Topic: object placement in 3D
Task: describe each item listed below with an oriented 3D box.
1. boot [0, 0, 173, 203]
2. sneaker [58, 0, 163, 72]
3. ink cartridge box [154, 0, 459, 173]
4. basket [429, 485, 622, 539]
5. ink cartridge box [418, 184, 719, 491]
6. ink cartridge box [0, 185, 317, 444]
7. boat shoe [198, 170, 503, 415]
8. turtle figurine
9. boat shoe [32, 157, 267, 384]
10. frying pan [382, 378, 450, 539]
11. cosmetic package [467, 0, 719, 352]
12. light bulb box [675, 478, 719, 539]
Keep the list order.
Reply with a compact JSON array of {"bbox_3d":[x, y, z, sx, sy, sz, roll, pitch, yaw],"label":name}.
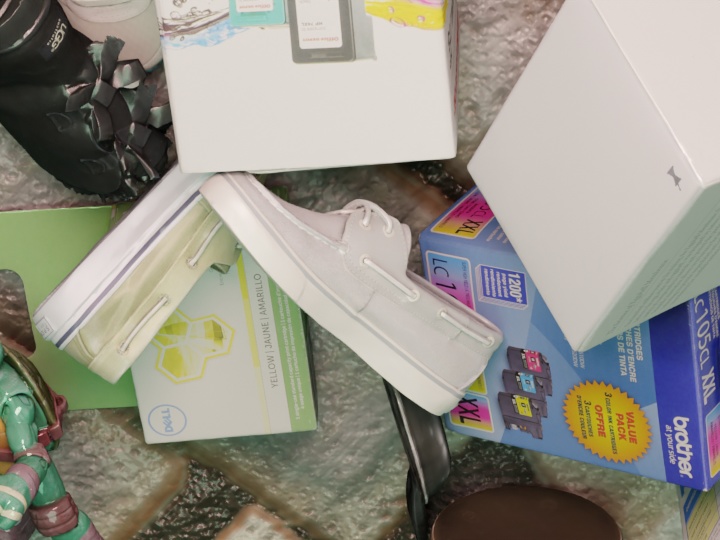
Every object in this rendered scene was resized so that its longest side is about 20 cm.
[{"bbox_3d":[-0.199,-0.115,1.573,0.198,0.073,0.162,18,160,36],"label":"boot"},{"bbox_3d":[-0.145,-0.182,1.536,0.076,0.081,0.200,-11,125,8],"label":"sneaker"},{"bbox_3d":[-0.028,-0.171,1.499,0.146,0.147,0.200,-3,122,5],"label":"ink cartridge box"},{"bbox_3d":[0.094,0.242,1.754,0.180,0.136,0.200,-8,118,-14],"label":"basket"},{"bbox_3d":[0.141,0.036,1.610,0.200,0.076,0.136,10,126,30],"label":"ink cartridge box"},{"bbox_3d":[-0.131,0.030,1.685,0.200,0.048,0.146,-6,121,3],"label":"ink cartridge box"},{"bbox_3d":[0.000,0.000,1.547,0.069,0.072,0.200,-47,116,3],"label":"boat shoe"},{"bbox_3d":[-0.213,0.098,1.678,0.101,0.150,0.200,-35,132,-15],"label":"turtle figurine"},{"bbox_3d":[-0.091,-0.024,1.600,0.062,0.072,0.200,44,84,-6],"label":"boat shoe"},{"bbox_3d":[0.035,0.107,1.686,0.031,0.115,0.190,-18,120,-2],"label":"frying pan"},{"bbox_3d":[0.185,-0.081,1.452,0.200,0.123,0.199,-25,164,-24],"label":"cosmetic package"},{"bbox_3d":[0.276,0.124,1.632,0.125,0.200,0.198,20,120,-11],"label":"light bulb box"}]
